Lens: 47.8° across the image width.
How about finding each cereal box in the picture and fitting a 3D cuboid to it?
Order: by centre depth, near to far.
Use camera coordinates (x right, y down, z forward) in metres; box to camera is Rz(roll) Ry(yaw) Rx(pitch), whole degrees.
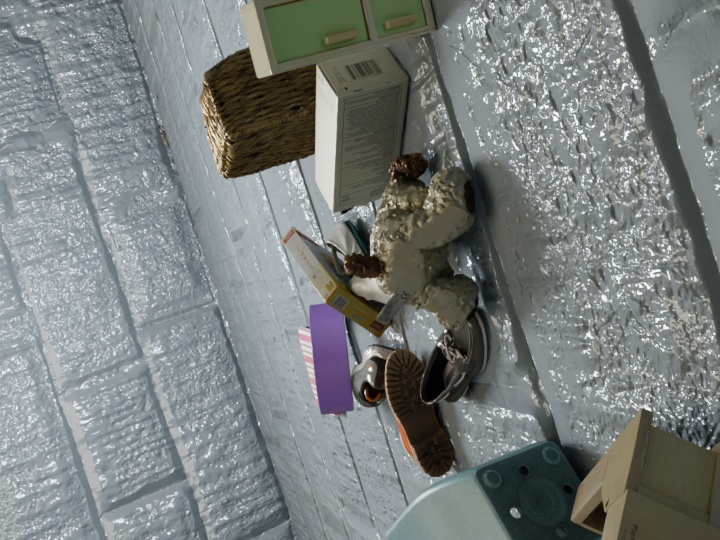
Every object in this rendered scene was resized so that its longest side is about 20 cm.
[{"bbox_3d":[-0.042,0.017,1.362,0.143,0.040,0.200,35,-169,-42],"label":"cereal box"}]

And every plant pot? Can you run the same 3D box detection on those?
[{"bbox_3d":[0.171,0.304,0.911,0.198,0.192,0.202,59,148,33],"label":"plant pot"}]

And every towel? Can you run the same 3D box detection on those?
[{"bbox_3d":[-0.095,0.228,1.874,0.146,0.029,0.204,-178,73,-71],"label":"towel"}]

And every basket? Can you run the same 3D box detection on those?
[{"bbox_3d":[-0.147,-0.254,1.267,0.145,0.197,0.149,65,161,14],"label":"basket"}]

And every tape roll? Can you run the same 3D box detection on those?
[{"bbox_3d":[-0.054,0.162,1.515,0.200,0.064,0.205,173,90,-88],"label":"tape roll"}]

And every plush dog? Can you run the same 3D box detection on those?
[{"bbox_3d":[0.061,-0.042,0.990,0.173,0.157,0.204,-86,-10,-62],"label":"plush dog"}]

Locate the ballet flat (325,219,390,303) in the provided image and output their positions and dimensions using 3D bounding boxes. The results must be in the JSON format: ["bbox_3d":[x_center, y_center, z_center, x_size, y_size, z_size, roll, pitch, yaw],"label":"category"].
[{"bbox_3d":[0.000,0.000,1.287,0.070,0.068,0.201,89,156,-44],"label":"ballet flat"}]

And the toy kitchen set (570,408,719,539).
[{"bbox_3d":[0.258,0.264,0.662,0.160,0.202,0.182,21,146,9],"label":"toy kitchen set"}]

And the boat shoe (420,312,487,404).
[{"bbox_3d":[0.120,0.124,1.074,0.068,0.056,0.202,61,159,29],"label":"boat shoe"}]

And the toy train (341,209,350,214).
[{"bbox_3d":[-0.020,-0.165,1.229,0.034,0.045,0.202,45,153,30],"label":"toy train"}]

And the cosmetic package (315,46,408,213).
[{"bbox_3d":[-0.002,-0.181,1.068,0.202,0.102,0.074,97,150,-51],"label":"cosmetic package"}]

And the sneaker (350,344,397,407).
[{"bbox_3d":[0.018,0.196,1.384,0.201,0.072,0.081,105,180,-61],"label":"sneaker"}]

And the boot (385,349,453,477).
[{"bbox_3d":[0.077,0.218,1.281,0.107,0.074,0.204,-172,63,-75],"label":"boot"}]

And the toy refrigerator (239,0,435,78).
[{"bbox_3d":[-0.022,-0.271,0.879,0.070,0.196,0.078,20,127,66],"label":"toy refrigerator"}]
